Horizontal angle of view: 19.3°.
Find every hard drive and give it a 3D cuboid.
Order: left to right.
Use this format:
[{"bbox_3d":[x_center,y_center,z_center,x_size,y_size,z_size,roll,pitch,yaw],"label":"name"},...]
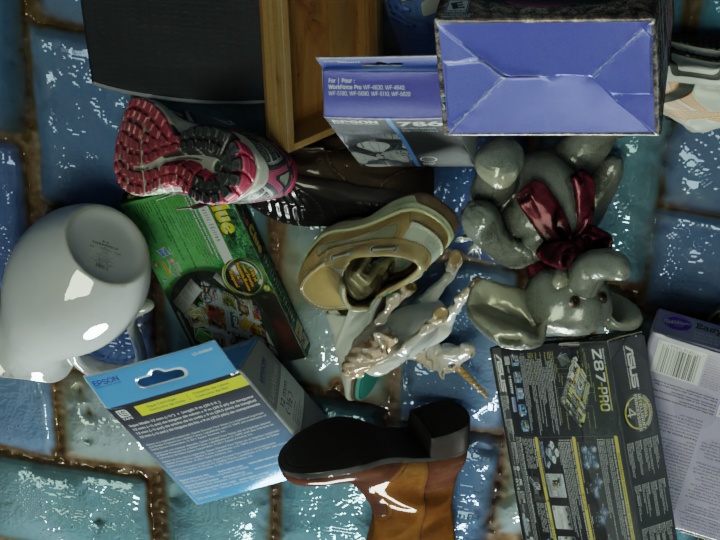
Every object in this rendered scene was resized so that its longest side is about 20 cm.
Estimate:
[{"bbox_3d":[-0.132,-0.197,1.729,0.198,0.042,0.136,4,126,9],"label":"hard drive"}]

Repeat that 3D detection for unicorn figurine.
[{"bbox_3d":[0.053,0.051,1.819,0.199,0.074,0.138,-7,145,-40],"label":"unicorn figurine"}]

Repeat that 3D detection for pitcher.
[{"bbox_3d":[-0.244,0.032,1.884,0.171,0.122,0.200,17,143,-25],"label":"pitcher"}]

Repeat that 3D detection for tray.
[{"bbox_3d":[-0.031,-0.201,1.673,0.037,0.098,0.201,36,140,41],"label":"tray"}]

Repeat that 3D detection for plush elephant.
[{"bbox_3d":[0.161,-0.017,1.716,0.155,0.164,0.200,59,145,18],"label":"plush elephant"}]

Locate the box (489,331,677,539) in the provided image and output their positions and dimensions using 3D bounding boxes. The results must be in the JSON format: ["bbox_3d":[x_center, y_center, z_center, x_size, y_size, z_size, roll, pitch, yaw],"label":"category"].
[{"bbox_3d":[0.189,0.156,1.811,0.161,0.049,0.202,-8,93,57],"label":"box"}]

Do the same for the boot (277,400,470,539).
[{"bbox_3d":[0.009,0.219,1.958,0.187,0.069,0.201,-16,133,-25],"label":"boot"}]

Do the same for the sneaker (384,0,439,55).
[{"bbox_3d":[0.030,-0.240,1.627,0.076,0.077,0.201,29,134,50],"label":"sneaker"}]

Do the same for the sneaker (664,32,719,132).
[{"bbox_3d":[0.241,-0.145,1.667,0.198,0.074,0.080,10,129,6],"label":"sneaker"}]

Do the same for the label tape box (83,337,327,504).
[{"bbox_3d":[-0.136,0.120,1.922,0.142,0.066,0.200,-17,132,23],"label":"label tape box"}]

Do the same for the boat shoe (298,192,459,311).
[{"bbox_3d":[0.000,0.000,1.735,0.071,0.076,0.200,35,147,-14],"label":"boat shoe"}]

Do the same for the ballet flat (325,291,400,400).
[{"bbox_3d":[0.006,0.021,1.852,0.069,0.070,0.201,17,123,-1],"label":"ballet flat"}]

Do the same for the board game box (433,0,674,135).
[{"bbox_3d":[0.148,-0.191,1.572,0.158,0.200,0.097,1,125,11],"label":"board game box"}]

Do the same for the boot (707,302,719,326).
[{"bbox_3d":[0.319,0.136,1.856,0.174,0.069,0.200,-34,111,31],"label":"boot"}]

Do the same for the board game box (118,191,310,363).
[{"bbox_3d":[-0.128,0.005,1.887,0.104,0.024,0.201,-10,123,21],"label":"board game box"}]

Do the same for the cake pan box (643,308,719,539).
[{"bbox_3d":[0.314,0.143,1.801,0.199,0.052,0.185,15,118,8],"label":"cake pan box"}]

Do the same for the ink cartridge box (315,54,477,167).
[{"bbox_3d":[0.030,-0.120,1.638,0.099,0.040,0.200,1,168,12],"label":"ink cartridge box"}]

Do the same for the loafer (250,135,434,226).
[{"bbox_3d":[-0.024,-0.078,1.783,0.199,0.071,0.073,15,151,18],"label":"loafer"}]

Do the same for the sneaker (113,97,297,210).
[{"bbox_3d":[-0.135,-0.089,1.748,0.074,0.199,0.081,5,102,-42],"label":"sneaker"}]
